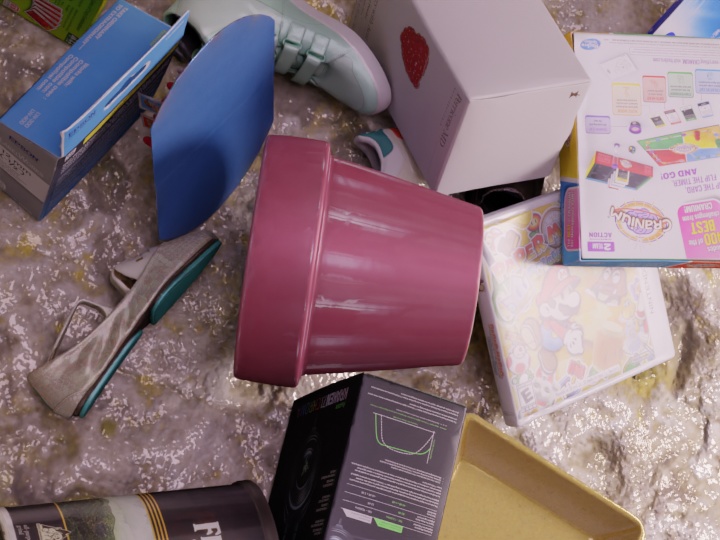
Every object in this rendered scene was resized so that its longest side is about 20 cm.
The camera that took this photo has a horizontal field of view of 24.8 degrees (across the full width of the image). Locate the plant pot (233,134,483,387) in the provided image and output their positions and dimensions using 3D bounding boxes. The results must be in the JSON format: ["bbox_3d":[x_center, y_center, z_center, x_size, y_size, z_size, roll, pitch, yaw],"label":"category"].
[{"bbox_3d":[0.000,0.000,1.300,0.179,0.200,0.200,7,74,-1],"label":"plant pot"}]

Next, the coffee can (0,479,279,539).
[{"bbox_3d":[-0.172,0.240,1.230,0.200,0.146,0.147,-4,79,-21],"label":"coffee can"}]

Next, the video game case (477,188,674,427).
[{"bbox_3d":[0.187,0.020,1.442,0.200,0.023,0.182,-19,101,-33],"label":"video game case"}]

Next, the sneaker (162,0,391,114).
[{"bbox_3d":[-0.076,-0.178,1.402,0.200,0.074,0.118,39,61,2],"label":"sneaker"}]

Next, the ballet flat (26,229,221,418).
[{"bbox_3d":[-0.191,0.029,1.319,0.062,0.067,0.200,37,67,1],"label":"ballet flat"}]

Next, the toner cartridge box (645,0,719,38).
[{"bbox_3d":[0.318,-0.207,1.510,0.095,0.043,0.200,44,67,-4],"label":"toner cartridge box"}]

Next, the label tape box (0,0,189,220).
[{"bbox_3d":[-0.215,-0.134,1.272,0.066,0.200,0.143,40,67,-1],"label":"label tape box"}]

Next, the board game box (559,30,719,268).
[{"bbox_3d":[0.249,-0.103,1.422,0.153,0.040,0.200,1,83,-14],"label":"board game box"}]

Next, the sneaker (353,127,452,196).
[{"bbox_3d":[0.031,-0.031,1.418,0.093,0.070,0.200,3,74,-13],"label":"sneaker"}]

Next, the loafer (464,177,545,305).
[{"bbox_3d":[0.132,-0.065,1.457,0.073,0.071,0.200,21,71,-15],"label":"loafer"}]

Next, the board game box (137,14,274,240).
[{"bbox_3d":[-0.131,-0.124,1.324,0.039,0.200,0.158,30,57,18],"label":"board game box"}]

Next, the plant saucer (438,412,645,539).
[{"bbox_3d":[0.118,0.255,1.390,0.200,0.048,0.200,33,68,-11],"label":"plant saucer"}]

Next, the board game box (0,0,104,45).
[{"bbox_3d":[-0.237,-0.251,1.291,0.101,0.200,0.048,30,69,-12],"label":"board game box"}]

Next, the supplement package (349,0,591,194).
[{"bbox_3d":[0.088,-0.183,1.402,0.120,0.121,0.200,-11,55,-23],"label":"supplement package"}]

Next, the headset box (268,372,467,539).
[{"bbox_3d":[-0.010,0.198,1.286,0.093,0.174,0.200,19,73,-16],"label":"headset box"}]
